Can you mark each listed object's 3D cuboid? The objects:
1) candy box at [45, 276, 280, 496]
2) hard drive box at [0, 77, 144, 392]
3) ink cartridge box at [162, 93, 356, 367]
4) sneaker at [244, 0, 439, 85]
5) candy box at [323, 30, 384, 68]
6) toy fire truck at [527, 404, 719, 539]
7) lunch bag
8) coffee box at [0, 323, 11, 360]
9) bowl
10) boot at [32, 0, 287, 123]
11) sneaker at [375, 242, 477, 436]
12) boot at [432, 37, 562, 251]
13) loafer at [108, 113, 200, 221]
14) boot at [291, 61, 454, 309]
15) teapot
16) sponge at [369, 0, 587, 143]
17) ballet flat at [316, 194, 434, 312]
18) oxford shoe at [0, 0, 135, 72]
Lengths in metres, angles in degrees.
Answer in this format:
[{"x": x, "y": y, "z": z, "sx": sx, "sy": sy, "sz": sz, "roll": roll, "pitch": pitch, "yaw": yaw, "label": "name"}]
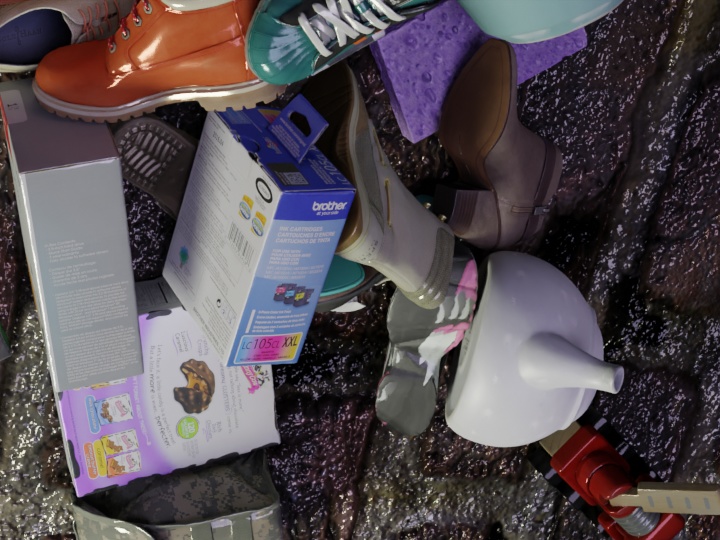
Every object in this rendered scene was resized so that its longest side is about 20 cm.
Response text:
[{"x": -0.181, "y": 0.097, "z": 1.152, "sx": 0.197, "sy": 0.072, "sz": 0.170, "roll": -12, "pitch": 117, "yaw": -17, "label": "candy box"}, {"x": -0.232, "y": -0.033, "z": 1.007, "sx": 0.076, "sy": 0.156, "sz": 0.202, "roll": -10, "pitch": 124, "yaw": -16, "label": "hard drive box"}, {"x": -0.082, "y": -0.042, "z": 1.018, "sx": 0.076, "sy": 0.137, "sz": 0.202, "roll": -4, "pitch": 127, "yaw": -35, "label": "ink cartridge box"}, {"x": 0.005, "y": -0.199, "z": 0.872, "sx": 0.200, "sy": 0.080, "sz": 0.072, "roll": -42, "pitch": 122, "yaw": -3, "label": "sneaker"}, {"x": -0.075, "y": -0.272, "z": 0.961, "sx": 0.071, "sy": 0.168, "sz": 0.202, "roll": -30, "pitch": 121, "yaw": -8, "label": "candy box"}, {"x": 0.304, "y": 0.245, "z": 1.347, "sx": 0.129, "sy": 0.200, "sz": 0.176, "roll": -44, "pitch": 122, "yaw": 2, "label": "toy fire truck"}, {"x": -0.174, "y": 0.263, "z": 1.203, "sx": 0.197, "sy": 0.118, "sz": 0.166, "roll": -10, "pitch": 126, "yaw": -10, "label": "lunch bag"}, {"x": -0.410, "y": 0.060, "z": 1.056, "sx": 0.198, "sy": 0.044, "sz": 0.124, "roll": -24, "pitch": 120, "yaw": -11, "label": "coffee box"}, {"x": 0.154, "y": -0.262, "z": 1.045, "sx": 0.199, "sy": 0.201, "sz": 0.106, "roll": -28, "pitch": 113, "yaw": -8, "label": "bowl"}, {"x": -0.160, "y": -0.174, "z": 0.931, "sx": 0.197, "sy": 0.076, "sz": 0.108, "roll": -7, "pitch": 133, "yaw": 9, "label": "boot"}, {"x": 0.059, "y": 0.055, "z": 1.227, "sx": 0.079, "sy": 0.087, "sz": 0.202, "roll": 20, "pitch": 117, "yaw": -2, "label": "sneaker"}, {"x": 0.140, "y": -0.114, "z": 1.182, "sx": 0.145, "sy": 0.070, "sz": 0.202, "roll": -3, "pitch": 119, "yaw": -45, "label": "boot"}, {"x": -0.150, "y": -0.083, "z": 1.088, "sx": 0.076, "sy": 0.068, "sz": 0.200, "roll": -42, "pitch": 138, "yaw": 2, "label": "loafer"}, {"x": 0.014, "y": -0.074, "z": 1.109, "sx": 0.072, "sy": 0.202, "sz": 0.154, "roll": -29, "pitch": 140, "yaw": 27, "label": "boot"}, {"x": 0.169, "y": 0.083, "z": 1.199, "sx": 0.144, "sy": 0.201, "sz": 0.199, "roll": 14, "pitch": 133, "yaw": -2, "label": "teapot"}, {"x": 0.110, "y": -0.214, "z": 1.156, "sx": 0.198, "sy": 0.030, "sz": 0.112, "roll": -30, "pitch": 122, "yaw": -9, "label": "sponge"}, {"x": 0.000, "y": 0.000, "z": 1.183, "sx": 0.198, "sy": 0.068, "sz": 0.069, "roll": -25, "pitch": 142, "yaw": -16, "label": "ballet flat"}, {"x": -0.215, "y": -0.196, "z": 1.001, "sx": 0.198, "sy": 0.074, "sz": 0.072, "roll": -22, "pitch": 117, "yaw": -13, "label": "oxford shoe"}]
